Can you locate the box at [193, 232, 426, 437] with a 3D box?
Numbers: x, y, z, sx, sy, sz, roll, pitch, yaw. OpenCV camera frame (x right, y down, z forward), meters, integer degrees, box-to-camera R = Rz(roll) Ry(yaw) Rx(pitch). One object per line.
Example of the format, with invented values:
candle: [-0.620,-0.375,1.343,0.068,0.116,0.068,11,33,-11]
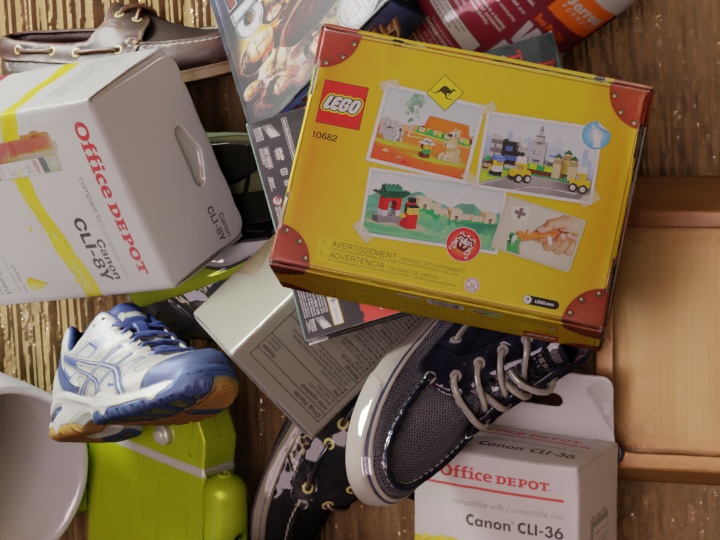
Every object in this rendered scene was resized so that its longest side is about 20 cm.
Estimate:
box: [0.000,0.000,1.379,0.200,0.078,0.095,-43,122,-3]

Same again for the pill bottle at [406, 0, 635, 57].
pill bottle: [0.108,-0.188,1.356,0.200,0.110,0.110,-35,82,21]

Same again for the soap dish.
soap dish: [0.219,0.041,1.350,0.157,0.081,0.200,2,95,22]

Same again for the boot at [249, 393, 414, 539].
boot: [0.017,0.144,1.449,0.150,0.073,0.200,22,98,18]

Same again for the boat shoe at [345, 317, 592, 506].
boat shoe: [0.074,0.063,1.293,0.093,0.200,0.075,-1,135,43]

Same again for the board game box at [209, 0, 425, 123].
board game box: [-0.039,-0.192,1.390,0.135,0.035,0.200,-44,45,28]

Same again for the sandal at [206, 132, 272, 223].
sandal: [-0.120,-0.074,1.486,0.201,0.057,0.080,9,124,28]

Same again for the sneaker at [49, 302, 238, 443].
sneaker: [-0.151,0.061,1.404,0.200,0.075,0.088,-15,72,51]

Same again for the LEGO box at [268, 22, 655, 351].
LEGO box: [0.060,-0.048,1.253,0.200,0.077,0.149,12,80,6]

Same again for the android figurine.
android figurine: [-0.143,0.149,1.499,0.182,0.041,0.200,19,114,40]

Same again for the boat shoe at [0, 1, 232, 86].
boat shoe: [-0.167,-0.153,1.490,0.200,0.070,0.070,-9,96,22]

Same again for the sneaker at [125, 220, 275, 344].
sneaker: [-0.068,0.008,1.477,0.200,0.074,0.081,-14,109,22]

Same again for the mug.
mug: [-0.312,0.133,1.517,0.153,0.186,0.150,28,134,47]

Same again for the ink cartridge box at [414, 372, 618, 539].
ink cartridge box: [0.097,0.164,1.343,0.116,0.067,0.200,6,104,28]

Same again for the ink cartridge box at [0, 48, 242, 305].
ink cartridge box: [-0.198,-0.061,1.451,0.200,0.083,0.145,-6,116,41]

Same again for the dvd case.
dvd case: [0.043,-0.050,1.311,0.200,0.022,0.146,-17,81,6]
